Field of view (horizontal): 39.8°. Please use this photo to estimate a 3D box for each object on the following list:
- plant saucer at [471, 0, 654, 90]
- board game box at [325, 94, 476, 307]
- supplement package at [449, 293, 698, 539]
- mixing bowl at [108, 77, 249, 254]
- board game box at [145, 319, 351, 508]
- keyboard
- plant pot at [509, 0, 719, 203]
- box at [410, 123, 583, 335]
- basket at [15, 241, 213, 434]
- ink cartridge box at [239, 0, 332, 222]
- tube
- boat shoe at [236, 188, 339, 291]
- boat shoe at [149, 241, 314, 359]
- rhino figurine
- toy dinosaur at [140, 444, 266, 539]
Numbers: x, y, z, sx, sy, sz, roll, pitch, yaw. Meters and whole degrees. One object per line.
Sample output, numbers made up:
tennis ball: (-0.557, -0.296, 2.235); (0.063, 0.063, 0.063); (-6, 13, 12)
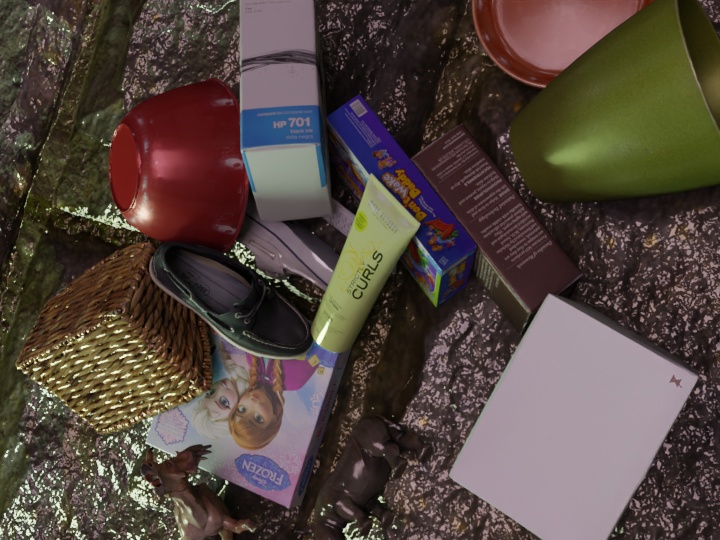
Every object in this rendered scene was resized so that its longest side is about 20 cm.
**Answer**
plant saucer: (0.217, -0.289, 1.054); (0.198, 0.032, 0.203); (-1, 86, 20)
board game box: (0.041, -0.069, 1.043); (0.045, 0.135, 0.201); (-34, 74, -8)
supplement package: (0.208, 0.141, 0.937); (0.146, 0.200, 0.193); (30, 96, 18)
mixing bowl: (-0.212, -0.113, 1.099); (0.199, 0.107, 0.203); (7, 99, 56)
board game box: (-0.129, 0.139, 1.140); (0.198, 0.041, 0.202); (18, 92, 20)
keyboard: (-0.034, -0.069, 1.116); (0.199, 0.056, 0.011); (38, 74, 18)
plant pot: (0.254, -0.145, 0.969); (0.198, 0.186, 0.190); (-22, 79, 32)
box: (0.135, -0.041, 1.021); (0.075, 0.100, 0.201); (-33, 76, -6)
basket: (-0.269, 0.076, 1.157); (0.199, 0.149, 0.144); (-26, 33, 30)
ink cartridge box: (-0.079, -0.176, 1.055); (0.085, 0.147, 0.203); (-3, 65, 2)
tube: (0.000, 0.000, 1.018); (0.057, 0.052, 0.201); (20, 129, -7)
boat shoe: (-0.092, -0.023, 1.125); (0.199, 0.072, 0.066); (37, 102, 19)
boat shoe: (-0.133, 0.027, 1.061); (0.198, 0.066, 0.075); (36, 67, -2)
rhino figurine: (-0.008, 0.248, 1.078); (0.087, 0.060, 0.201); (36, 99, 38)
toy dinosaur: (-0.182, 0.262, 1.104); (0.085, 0.200, 0.136); (-32, 74, -23)
